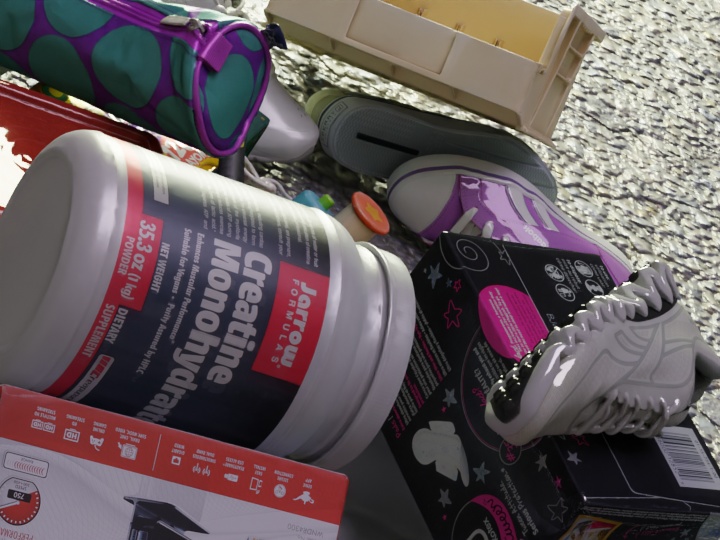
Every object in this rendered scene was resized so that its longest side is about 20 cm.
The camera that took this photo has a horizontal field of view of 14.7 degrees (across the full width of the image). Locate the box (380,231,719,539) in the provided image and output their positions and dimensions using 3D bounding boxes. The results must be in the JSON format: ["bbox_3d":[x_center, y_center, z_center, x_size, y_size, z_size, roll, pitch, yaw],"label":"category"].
[{"bbox_3d":[0.102,0.093,1.582,0.132,0.115,0.200,8,43,-39],"label":"box"}]

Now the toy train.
[{"bbox_3d":[0.000,0.000,1.752,0.200,0.056,0.150,58,7,34],"label":"toy train"}]

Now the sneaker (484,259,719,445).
[{"bbox_3d":[0.136,0.057,1.492,0.081,0.075,0.200,52,34,7],"label":"sneaker"}]

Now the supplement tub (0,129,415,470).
[{"bbox_3d":[-0.086,0.020,1.461,0.199,0.140,0.141,19,36,-25],"label":"supplement tub"}]

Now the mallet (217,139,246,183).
[{"bbox_3d":[-0.075,-0.003,1.705,0.066,0.041,0.201,27,52,-23],"label":"mallet"}]

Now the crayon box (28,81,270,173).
[{"bbox_3d":[-0.152,-0.076,1.759,0.119,0.058,0.200,37,32,3],"label":"crayon box"}]

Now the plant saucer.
[{"bbox_3d":[-0.183,-0.050,1.580,0.199,0.037,0.200,19,27,-22],"label":"plant saucer"}]

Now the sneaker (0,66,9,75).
[{"bbox_3d":[-0.213,-0.187,1.781,0.200,0.085,0.075,-31,65,-34],"label":"sneaker"}]

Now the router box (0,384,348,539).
[{"bbox_3d":[-0.116,0.167,1.392,0.199,0.049,0.180,16,78,-27],"label":"router box"}]

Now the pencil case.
[{"bbox_3d":[-0.147,-0.140,1.673,0.200,0.093,0.085,23,52,30],"label":"pencil case"}]

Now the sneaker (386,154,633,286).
[{"bbox_3d":[0.107,0.000,1.897,0.200,0.073,0.114,26,36,-16],"label":"sneaker"}]

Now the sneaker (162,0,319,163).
[{"bbox_3d":[-0.104,-0.150,1.874,0.200,0.087,0.074,41,30,5],"label":"sneaker"}]

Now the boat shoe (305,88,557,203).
[{"bbox_3d":[0.051,-0.086,1.952,0.200,0.072,0.062,21,17,-33],"label":"boat shoe"}]

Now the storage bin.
[{"bbox_3d":[0.050,-0.168,1.919,0.199,0.094,0.199,23,2,10],"label":"storage bin"}]

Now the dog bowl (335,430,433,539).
[{"bbox_3d":[0.015,0.176,1.573,0.200,0.079,0.200,24,34,-18],"label":"dog bowl"}]
